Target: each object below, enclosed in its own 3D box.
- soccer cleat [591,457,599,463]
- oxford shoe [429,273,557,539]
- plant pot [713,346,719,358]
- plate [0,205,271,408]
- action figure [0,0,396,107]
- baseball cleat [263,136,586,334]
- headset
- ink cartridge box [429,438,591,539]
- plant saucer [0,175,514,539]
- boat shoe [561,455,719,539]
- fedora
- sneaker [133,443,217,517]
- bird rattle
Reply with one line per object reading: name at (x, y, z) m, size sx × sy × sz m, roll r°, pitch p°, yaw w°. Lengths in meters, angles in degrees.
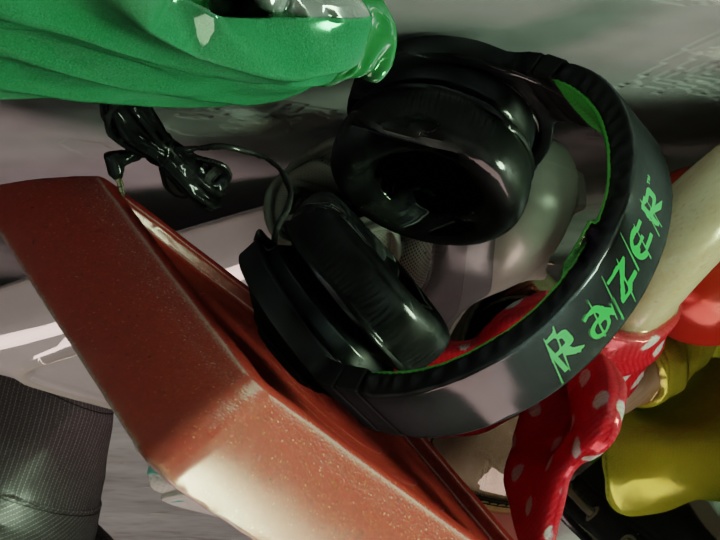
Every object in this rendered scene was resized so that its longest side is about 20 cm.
soccer cleat at (0.119, 0.145, 1.051) m, size 0.067 × 0.200 × 0.081 m, roll -15°, pitch 127°, yaw 1°
oxford shoe at (0.068, 0.034, 0.964) m, size 0.070 × 0.075 × 0.200 m, roll 14°, pitch -154°, yaw -1°
plant pot at (0.224, 0.081, 1.030) m, size 0.200 × 0.201 × 0.189 m, roll -4°, pitch 153°, yaw 21°
plate at (-0.061, 0.023, 1.012) m, size 0.199 × 0.032 × 0.200 m, roll -17°, pitch 164°, yaw 16°
action figure at (-0.063, -0.068, 0.613) m, size 0.118 × 0.055 × 0.200 m, roll -13°, pitch 170°, yaw 43°
baseball cleat at (0.000, 0.000, 0.879) m, size 0.106 × 0.070 × 0.200 m, roll 14°, pitch 142°, yaw -23°
headset at (0.001, -0.022, 0.721) m, size 0.200 × 0.124 × 0.094 m, roll 12°, pitch 154°, yaw 49°
ink cartridge box at (0.034, 0.113, 1.079) m, size 0.084 × 0.145 × 0.200 m, roll 4°, pitch -163°, yaw -11°
plant saucer at (-0.020, 0.052, 0.776) m, size 0.200 × 0.037 × 0.200 m, roll 38°, pitch -174°, yaw -34°
boat shoe at (0.132, 0.130, 0.891) m, size 0.060 × 0.076 × 0.200 m, roll -35°, pitch -152°, yaw 1°
fedora at (-0.182, 0.074, 1.135) m, size 0.200 × 0.091 × 0.177 m, roll 28°, pitch -174°, yaw 41°
sneaker at (-0.047, 0.090, 1.036) m, size 0.088 × 0.076 × 0.200 m, roll 6°, pitch 177°, yaw -21°
bird rattle at (0.098, 0.009, 0.812) m, size 0.113 × 0.163 × 0.200 m, roll 44°, pitch -169°, yaw 26°
